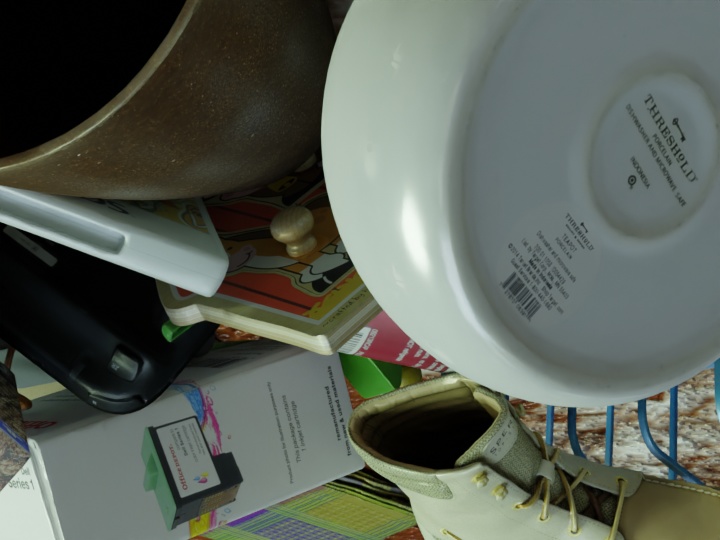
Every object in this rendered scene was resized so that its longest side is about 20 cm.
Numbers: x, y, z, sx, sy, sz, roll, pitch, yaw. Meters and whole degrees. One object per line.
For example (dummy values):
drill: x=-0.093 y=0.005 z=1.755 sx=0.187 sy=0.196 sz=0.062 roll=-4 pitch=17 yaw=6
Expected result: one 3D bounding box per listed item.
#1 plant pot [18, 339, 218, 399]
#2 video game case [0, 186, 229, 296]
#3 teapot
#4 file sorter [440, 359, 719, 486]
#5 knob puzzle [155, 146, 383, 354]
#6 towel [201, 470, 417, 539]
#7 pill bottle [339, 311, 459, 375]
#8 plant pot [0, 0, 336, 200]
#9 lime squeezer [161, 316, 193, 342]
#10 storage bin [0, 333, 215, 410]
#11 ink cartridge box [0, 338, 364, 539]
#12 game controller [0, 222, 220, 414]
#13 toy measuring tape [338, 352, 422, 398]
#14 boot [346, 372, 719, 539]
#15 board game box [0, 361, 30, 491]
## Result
plant pot: x=-0.186 y=0.124 z=1.199 sx=0.199 sy=0.135 sz=0.201 roll=6 pitch=152 yaw=3
video game case: x=-0.160 y=-0.065 z=0.808 sx=0.181 sy=0.200 sz=0.023 roll=21 pitch=107 yaw=-23
teapot: x=0.063 y=-0.052 z=0.626 sx=0.196 sy=0.201 sz=0.146 roll=-3 pitch=-165 yaw=-30
file sorter: x=0.159 y=0.078 z=1.053 sx=0.199 sy=0.123 sz=0.139 roll=-14 pitch=145 yaw=34
knob puzzle: x=-0.022 y=-0.044 z=0.828 sx=0.218 sy=0.220 sz=0.031 roll=-9 pitch=123 yaw=26
towel: x=-0.047 y=0.196 z=1.426 sx=0.143 sy=0.023 sz=0.200 roll=21 pitch=149 yaw=-27
pill bottle: x=0.055 y=0.000 z=0.939 sx=0.199 sy=0.114 sz=0.113 roll=12 pitch=152 yaw=-12
plant pot: x=-0.091 y=-0.104 z=0.732 sx=0.186 sy=0.188 sz=0.200 roll=-7 pitch=164 yaw=23
lime squeezer: x=0.000 y=0.000 z=0.843 sx=0.199 sy=0.071 sz=0.038 roll=-1 pitch=163 yaw=-15
storage bin: x=-0.180 y=0.014 z=1.004 sx=0.199 sy=0.147 sz=0.134 roll=-11 pitch=158 yaw=30
ink cartridge box: x=-0.123 y=0.104 z=0.999 sx=0.199 sy=0.085 sz=0.144 roll=-18 pitch=-173 yaw=-36
game controller: x=-0.160 y=-0.015 z=0.890 sx=0.200 sy=0.104 sz=0.042 roll=35 pitch=154 yaw=15
toy measuring tape: x=-0.022 y=-0.005 z=1.024 sx=0.073 sy=0.074 sz=0.200 roll=-18 pitch=121 yaw=39
boot: x=0.105 y=0.116 z=0.941 sx=0.199 sy=0.072 sz=0.155 roll=0 pitch=147 yaw=26
board game box: x=-0.246 y=0.050 z=0.807 sx=0.159 sy=0.097 sz=0.200 roll=43 pitch=176 yaw=-15
